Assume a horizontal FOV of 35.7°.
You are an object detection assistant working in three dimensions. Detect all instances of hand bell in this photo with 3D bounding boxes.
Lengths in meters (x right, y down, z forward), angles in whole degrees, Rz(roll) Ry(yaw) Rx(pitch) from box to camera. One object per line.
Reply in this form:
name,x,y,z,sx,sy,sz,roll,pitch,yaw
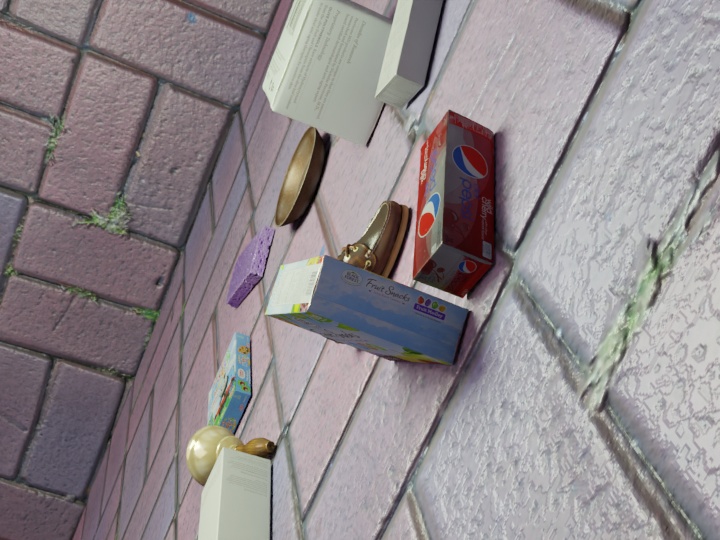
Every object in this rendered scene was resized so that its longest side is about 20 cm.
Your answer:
hand bell,-0.190,0.287,1.779,0.199,0.103,0.105,-24,48,54

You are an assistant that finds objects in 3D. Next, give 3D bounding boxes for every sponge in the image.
sponge,-0.233,-0.006,2.342,0.200,0.030,0.113,136,150,-60

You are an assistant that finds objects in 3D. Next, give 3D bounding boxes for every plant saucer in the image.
plant saucer,-0.109,-0.171,2.096,0.200,0.036,0.202,-161,90,-75

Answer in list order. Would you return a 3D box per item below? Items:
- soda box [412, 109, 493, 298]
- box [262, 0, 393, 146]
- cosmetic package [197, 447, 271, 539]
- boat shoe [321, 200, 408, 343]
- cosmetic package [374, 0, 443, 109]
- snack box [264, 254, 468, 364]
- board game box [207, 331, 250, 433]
soda box,0.101,-0.073,1.200,0.070,0.063,0.201,127,157,-46
box,-0.044,-0.339,1.819,0.199,0.170,0.202,-116,47,-69
cosmetic package,-0.185,0.368,1.625,0.201,0.084,0.108,-97,30,-57
boat shoe,0.000,0.000,1.455,0.070,0.070,0.202,-150,80,-75
cosmetic package,0.076,-0.344,1.633,0.082,0.050,0.202,-34,39,62
snack box,0.000,0.045,1.211,0.200,0.167,0.068,-12,58,71
board game box,-0.246,0.231,2.090,0.201,0.036,0.152,-100,33,-62
